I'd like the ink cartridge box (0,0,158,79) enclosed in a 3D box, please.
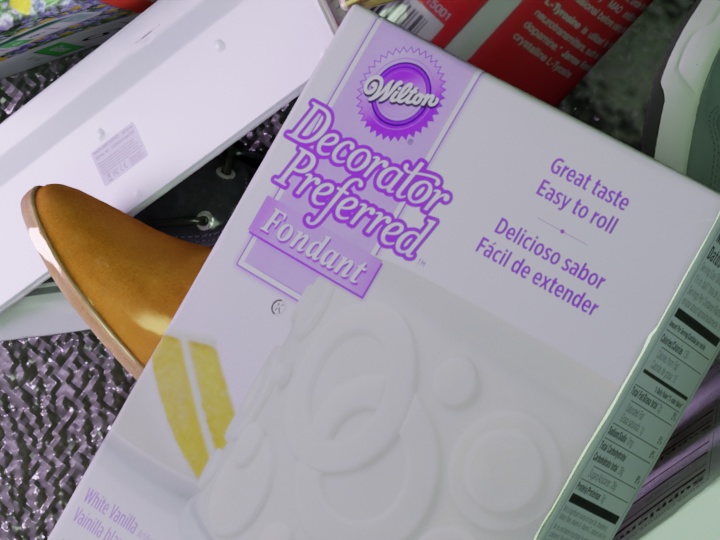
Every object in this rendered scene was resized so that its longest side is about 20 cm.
[{"bbox_3d":[-0.092,-0.110,1.050,0.199,0.109,0.051,-17,88,10],"label":"ink cartridge box"}]

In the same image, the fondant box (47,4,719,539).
[{"bbox_3d":[0.013,0.041,0.911,0.144,0.058,0.201,30,89,28],"label":"fondant box"}]

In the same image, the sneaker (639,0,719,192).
[{"bbox_3d":[0.174,-0.064,0.979,0.120,0.084,0.201,4,57,38],"label":"sneaker"}]

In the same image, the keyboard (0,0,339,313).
[{"bbox_3d":[-0.085,-0.047,1.035,0.200,0.011,0.056,-34,79,32],"label":"keyboard"}]

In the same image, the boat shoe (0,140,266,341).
[{"bbox_3d":[-0.065,-0.021,1.087,0.199,0.070,0.067,-9,99,17],"label":"boat shoe"}]

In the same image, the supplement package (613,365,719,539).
[{"bbox_3d":[0.116,0.120,1.004,0.109,0.200,0.114,-38,92,12],"label":"supplement package"}]

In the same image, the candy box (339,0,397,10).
[{"bbox_3d":[0.077,-0.161,0.935,0.199,0.056,0.117,-15,93,9],"label":"candy box"}]

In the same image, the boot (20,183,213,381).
[{"bbox_3d":[0.000,0.001,0.997,0.201,0.071,0.144,43,107,-1],"label":"boot"}]

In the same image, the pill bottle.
[{"bbox_3d":[0.059,-0.130,1.026,0.112,0.112,0.200,43,101,0],"label":"pill bottle"}]
